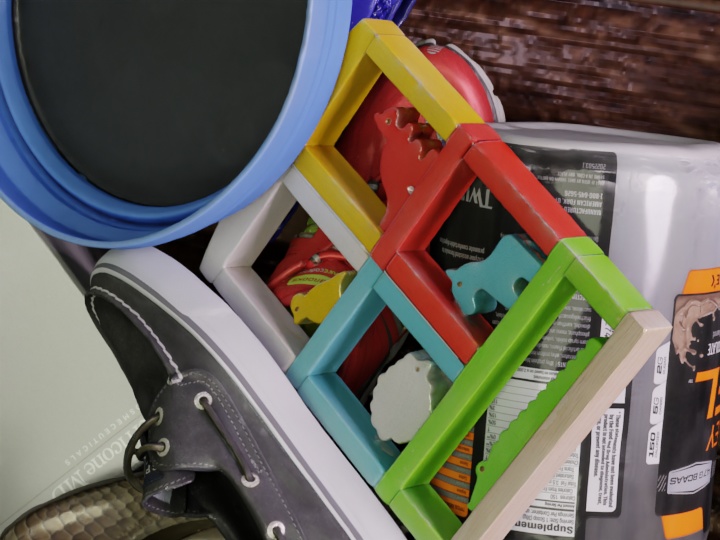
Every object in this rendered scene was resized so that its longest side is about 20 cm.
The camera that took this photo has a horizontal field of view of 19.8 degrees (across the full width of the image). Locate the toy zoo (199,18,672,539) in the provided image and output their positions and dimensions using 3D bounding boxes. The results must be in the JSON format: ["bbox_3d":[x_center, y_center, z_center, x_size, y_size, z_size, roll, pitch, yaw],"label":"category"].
[{"bbox_3d":[0.013,-0.001,0.784,0.200,0.020,0.131,50,120,25],"label":"toy zoo"}]

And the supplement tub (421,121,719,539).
[{"bbox_3d":[0.084,0.045,0.823,0.122,0.122,0.202,6,99,11],"label":"supplement tub"}]

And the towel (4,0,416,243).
[{"bbox_3d":[-0.083,-0.123,0.874,0.199,0.050,0.148,34,100,18],"label":"towel"}]

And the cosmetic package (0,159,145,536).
[{"bbox_3d":[-0.161,0.017,0.901,0.107,0.090,0.200,-39,83,9],"label":"cosmetic package"}]

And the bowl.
[{"bbox_3d":[-0.087,-0.110,0.816,0.199,0.039,0.202,1,92,35],"label":"bowl"}]

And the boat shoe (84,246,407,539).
[{"bbox_3d":[-0.055,0.076,0.805,0.066,0.070,0.200,-32,74,-26],"label":"boat shoe"}]

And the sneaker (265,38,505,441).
[{"bbox_3d":[0.000,0.000,0.864,0.077,0.085,0.201,27,100,8],"label":"sneaker"}]

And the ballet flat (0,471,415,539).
[{"bbox_3d":[-0.049,0.116,0.861,0.198,0.068,0.047,-2,56,-18],"label":"ballet flat"}]
